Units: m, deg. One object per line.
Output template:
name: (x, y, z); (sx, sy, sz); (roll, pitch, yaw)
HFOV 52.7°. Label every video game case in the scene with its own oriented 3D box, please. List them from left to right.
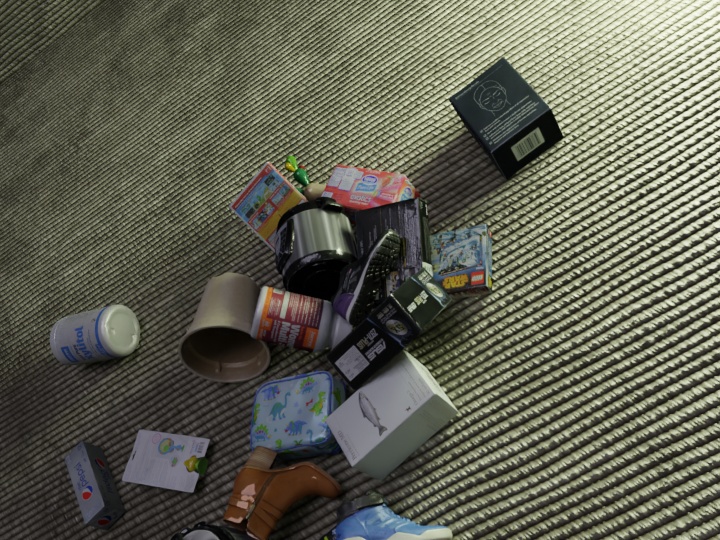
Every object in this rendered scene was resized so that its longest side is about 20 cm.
video game case: (-0.191, -0.132, 1.700); (0.200, 0.017, 0.143); (44, 101, 0)

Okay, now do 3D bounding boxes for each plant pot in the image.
plant pot: (-0.292, 0.116, 1.620); (0.198, 0.201, 0.185); (-22, 42, 20)

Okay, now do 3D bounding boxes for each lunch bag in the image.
lunch bag: (-0.122, 0.291, 1.462); (0.198, 0.082, 0.163); (-16, 57, 24)

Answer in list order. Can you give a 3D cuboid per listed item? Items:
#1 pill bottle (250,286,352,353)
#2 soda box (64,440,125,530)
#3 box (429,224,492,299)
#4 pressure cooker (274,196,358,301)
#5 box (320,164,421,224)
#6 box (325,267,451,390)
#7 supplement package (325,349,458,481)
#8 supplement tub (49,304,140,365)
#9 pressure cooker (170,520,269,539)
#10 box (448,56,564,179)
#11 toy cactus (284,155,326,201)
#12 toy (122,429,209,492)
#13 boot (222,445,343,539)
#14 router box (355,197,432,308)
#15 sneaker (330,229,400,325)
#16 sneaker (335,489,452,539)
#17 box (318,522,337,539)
pill bottle: (-0.118, 0.107, 1.491); (0.197, 0.110, 0.111); (14, 65, -5)
soda box: (-0.610, 0.491, 1.667); (0.063, 0.068, 0.200); (-43, 50, 2)
box: (0.169, -0.008, 1.477); (0.198, 0.040, 0.139); (-10, 59, 28)
pressure cooker: (-0.095, -0.050, 1.577); (0.174, 0.179, 0.202); (-19, 54, 9)
box: (0.021, -0.160, 1.624); (0.198, 0.095, 0.104); (14, 72, 36)
box: (0.054, 0.108, 1.354); (0.086, 0.164, 0.200); (47, 121, 5)
supplement package: (0.057, 0.268, 1.339); (0.200, 0.117, 0.117); (-42, 51, 5)
supplement tub: (-0.675, 0.166, 1.855); (0.198, 0.132, 0.134); (-13, 57, 26)
pressure cooker: (-0.259, 0.552, 1.317); (0.174, 0.200, 0.181); (-13, 61, 28)
box: (0.304, -0.321, 1.529); (0.148, 0.107, 0.201); (-35, 51, 10)
toy cactus: (-0.148, -0.180, 1.762); (0.162, 0.103, 0.203); (1, 60, 11)
toy: (-0.420, 0.422, 1.600); (0.197, 0.047, 0.117); (-1, 60, 28)
boot: (-0.145, 0.427, 1.349); (0.198, 0.077, 0.156); (21, 53, 6)
router box: (0.067, -0.034, 1.468); (0.147, 0.051, 0.203); (-9, 77, 28)
sneaker: (0.000, 0.000, 1.432); (0.087, 0.075, 0.202); (34, 101, 37)
sneaker: (0.054, 0.427, 1.250); (0.197, 0.077, 0.112); (-8, 52, 2)
box: (-0.020, 0.555, 1.270); (0.193, 0.047, 0.200); (-45, 50, 4)
